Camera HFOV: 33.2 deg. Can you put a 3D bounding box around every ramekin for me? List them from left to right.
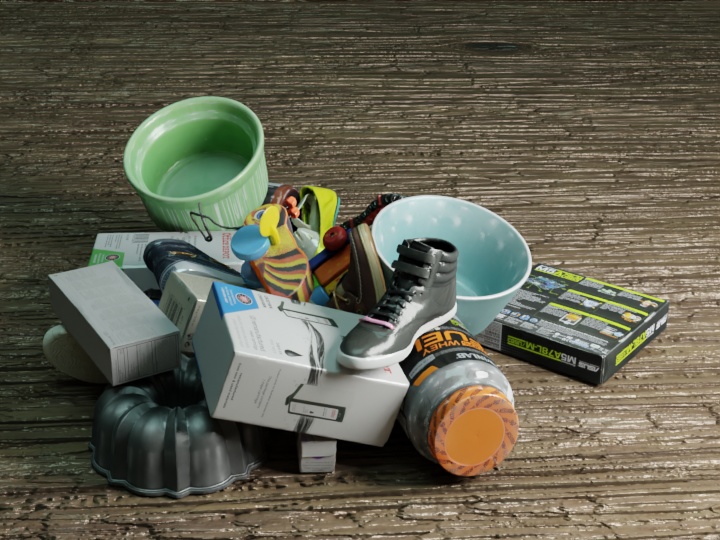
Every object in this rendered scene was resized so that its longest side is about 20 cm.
[{"bbox_3d":[-0.222,-0.138,1.684,0.196,0.098,0.202,-5,50,6],"label":"ramekin"}]

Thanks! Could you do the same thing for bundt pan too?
[{"bbox_3d":[-0.193,0.154,1.293,0.198,0.077,0.203,1,26,-1],"label":"bundt pan"}]

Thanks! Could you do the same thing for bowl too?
[{"bbox_3d":[0.101,0.009,1.474,0.197,0.106,0.202,7,38,-6],"label":"bowl"}]

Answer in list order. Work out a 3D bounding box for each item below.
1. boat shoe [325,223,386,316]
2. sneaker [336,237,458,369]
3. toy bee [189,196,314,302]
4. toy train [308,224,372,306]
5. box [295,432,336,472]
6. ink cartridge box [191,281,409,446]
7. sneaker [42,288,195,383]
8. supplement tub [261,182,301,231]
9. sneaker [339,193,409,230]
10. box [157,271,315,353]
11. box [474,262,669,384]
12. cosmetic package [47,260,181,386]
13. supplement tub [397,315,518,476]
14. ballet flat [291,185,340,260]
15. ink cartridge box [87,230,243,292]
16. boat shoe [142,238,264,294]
[{"bbox_3d":[-0.006,0.042,1.396,0.071,0.203,0.073,-8,35,-4],"label":"boat shoe"},{"bbox_3d":[0.038,0.026,1.254,0.070,0.101,0.199,18,31,30],"label":"sneaker"},{"bbox_3d":[-0.105,-0.040,1.422,0.108,0.131,0.201,-35,73,-16],"label":"toy bee"},{"bbox_3d":[0.000,0.000,1.542,0.199,0.085,0.116,-38,42,3],"label":"toy train"},{"bbox_3d":[-0.054,0.153,1.343,0.041,0.039,0.201,1,25,-7],"label":"box"},{"bbox_3d":[-0.066,0.099,1.276,0.197,0.085,0.146,12,24,-24],"label":"ink cartridge box"},{"bbox_3d":[-0.279,0.074,1.454,0.196,0.078,0.112,0,30,-12],"label":"sneaker"},{"bbox_3d":[-0.192,-0.084,1.767,0.197,0.109,0.107,9,26,16],"label":"supplement tub"},{"bbox_3d":[0.046,-0.059,1.684,0.094,0.081,0.199,-6,-8,-35],"label":"sneaker"},{"bbox_3d":[-0.135,0.060,1.419,0.198,0.069,0.082,13,17,-37],"label":"box"},{"bbox_3d":[0.265,0.063,1.547,0.198,0.048,0.192,17,27,32],"label":"box"},{"bbox_3d":[-0.276,0.056,1.345,0.081,0.051,0.200,-12,29,-29],"label":"cosmetic package"},{"bbox_3d":[0.089,0.127,1.306,0.120,0.125,0.200,-7,26,-16],"label":"supplement tub"},{"bbox_3d":[-0.067,-0.049,1.695,0.066,0.067,0.202,27,38,-22],"label":"ballet flat"},{"bbox_3d":[-0.250,0.008,1.580,0.196,0.086,0.146,-2,19,-6],"label":"ink cartridge box"},{"bbox_3d":[-0.174,0.018,1.485,0.199,0.071,0.091,27,14,-42],"label":"boat shoe"}]
